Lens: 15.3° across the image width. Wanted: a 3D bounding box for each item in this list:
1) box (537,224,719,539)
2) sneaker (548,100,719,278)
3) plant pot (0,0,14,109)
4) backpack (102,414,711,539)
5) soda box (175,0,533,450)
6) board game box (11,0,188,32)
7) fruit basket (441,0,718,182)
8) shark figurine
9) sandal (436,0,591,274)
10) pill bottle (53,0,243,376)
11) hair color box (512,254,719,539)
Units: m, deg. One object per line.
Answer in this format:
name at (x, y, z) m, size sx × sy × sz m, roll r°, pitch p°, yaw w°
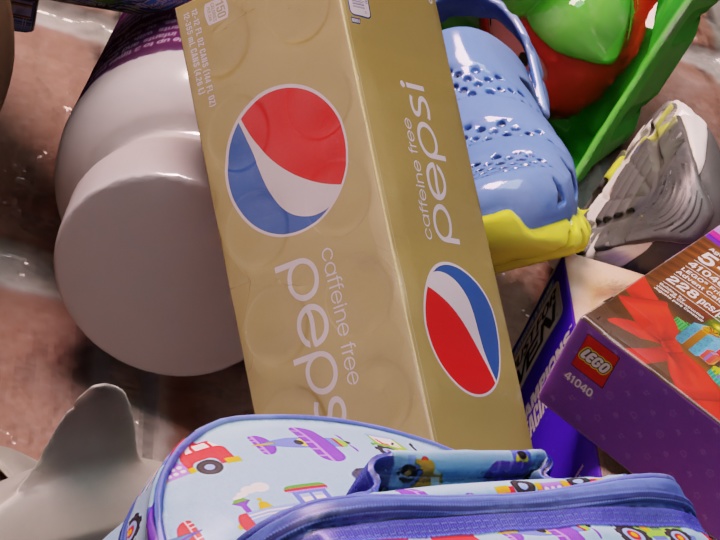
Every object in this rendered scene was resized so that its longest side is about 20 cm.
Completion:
box at (0.173, 0.066, 0.883) m, size 0.200 × 0.039 × 0.137 m, roll 38°, pitch 33°, yaw 16°
sneaker at (0.130, -0.012, 1.054) m, size 0.084 × 0.075 × 0.200 m, roll 35°, pitch -1°, yaw 0°
plant pot at (-0.230, -0.047, 0.834) m, size 0.199 × 0.201 × 0.175 m, roll 25°, pitch 49°, yaw 0°
backpack at (0.014, 0.110, 0.695) m, size 0.182 × 0.135 × 0.200 m, roll 4°, pitch 35°, yaw -31°
soda box at (0.000, 0.000, 0.882) m, size 0.064 × 0.067 × 0.201 m, roll 9°, pitch 66°, yaw -56°
board game box at (-0.188, -0.129, 0.958) m, size 0.199 × 0.062 × 0.199 m, roll 14°, pitch 5°, yaw 43°
fruit basket at (0.048, -0.147, 1.173) m, size 0.215 × 0.156 × 0.216 m, roll 29°, pitch 19°, yaw -11°
shark figurine at (-0.097, 0.081, 0.817) m, size 0.128 × 0.090 × 0.214 m, roll 37°, pitch 32°, yaw 20°
sandal at (0.039, -0.049, 0.993) m, size 0.079 × 0.088 × 0.200 m, roll -12°, pitch 15°, yaw 1°
pill bottle at (-0.052, -0.049, 1.007) m, size 0.112 × 0.113 × 0.200 m, roll 23°, pitch 32°, yaw -4°
hair color box at (0.115, 0.086, 0.909) m, size 0.109 × 0.065 × 0.200 m, roll 16°, pitch 32°, yaw -14°
